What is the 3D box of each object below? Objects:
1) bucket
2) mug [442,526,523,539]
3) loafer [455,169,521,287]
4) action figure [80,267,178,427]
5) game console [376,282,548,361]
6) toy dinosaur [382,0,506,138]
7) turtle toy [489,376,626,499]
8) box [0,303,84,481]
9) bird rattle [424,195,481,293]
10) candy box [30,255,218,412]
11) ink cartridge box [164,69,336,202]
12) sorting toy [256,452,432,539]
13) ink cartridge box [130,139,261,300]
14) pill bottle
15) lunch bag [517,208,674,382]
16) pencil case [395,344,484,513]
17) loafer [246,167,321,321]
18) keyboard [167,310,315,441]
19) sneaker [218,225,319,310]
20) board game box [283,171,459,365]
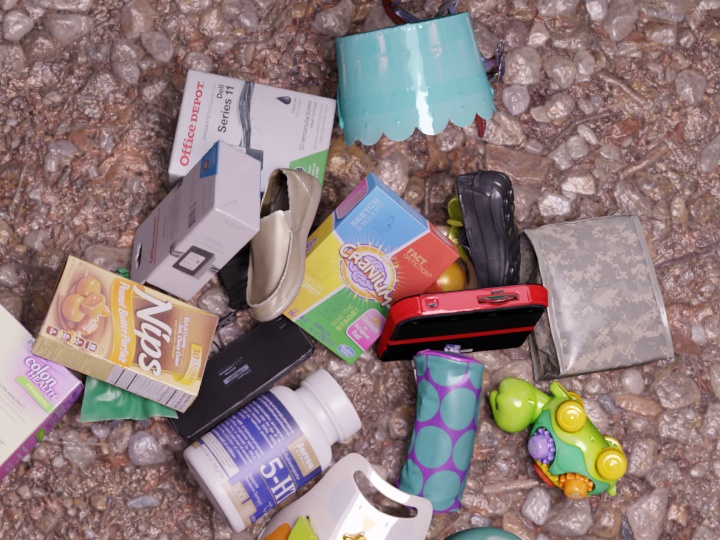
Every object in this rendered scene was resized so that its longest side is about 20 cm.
[{"bbox_3d":[0.064,-0.243,1.756,0.204,0.207,0.137,-13,100,-11],"label":"bucket"},{"bbox_3d":[0.159,0.404,1.685,0.150,0.114,0.187,-22,81,-13],"label":"mug"},{"bbox_3d":[0.156,-0.036,1.713,0.069,0.203,0.068,9,40,25],"label":"loafer"},{"bbox_3d":[-0.289,0.091,1.713,0.116,0.055,0.203,2,67,-17],"label":"action figure"},{"bbox_3d":[0.125,0.066,1.724,0.197,0.177,0.031,-5,70,-9],"label":"game console"},{"bbox_3d":[0.103,-0.303,1.852,0.179,0.105,0.203,15,86,14],"label":"toy dinosaur"},{"bbox_3d":[0.248,0.208,1.741,0.101,0.146,0.200,-41,85,6],"label":"turtle toy"},{"bbox_3d":[-0.461,0.151,1.656,0.176,0.097,0.200,42,76,2],"label":"box"},{"bbox_3d":[0.092,-0.007,1.779,0.197,0.113,0.165,-17,97,-9],"label":"bird rattle"},{"bbox_3d":[-0.279,0.076,1.659,0.198,0.055,0.117,23,54,-14],"label":"candy box"},{"bbox_3d":[-0.141,-0.160,1.781,0.197,0.083,0.149,10,76,-6],"label":"ink cartridge box"},{"bbox_3d":[-0.007,0.324,1.665,0.199,0.107,0.181,32,88,-1],"label":"sorting toy"},{"bbox_3d":[-0.203,-0.049,1.700,0.066,0.200,0.117,25,43,-28],"label":"ink cartridge box"},{"bbox_3d":[-0.103,0.212,1.685,0.199,0.120,0.120,-35,84,-14],"label":"pill bottle"},{"bbox_3d":[0.293,0.030,1.787,0.162,0.118,0.203,-8,83,-13],"label":"lunch bag"},{"bbox_3d":[0.095,0.195,1.707,0.091,0.085,0.203,11,98,20],"label":"pencil case"},{"bbox_3d":[-0.104,-0.036,1.668,0.068,0.075,0.203,33,57,-37],"label":"loafer"},{"bbox_3d":[-0.164,0.113,1.725,0.199,0.021,0.128,-34,63,-6],"label":"keyboard"},{"bbox_3d":[-0.093,-0.030,1.766,0.198,0.076,0.092,-27,79,-14],"label":"sneaker"},{"bbox_3d":[0.000,0.000,1.710,0.152,0.040,0.200,37,106,-27],"label":"board game box"}]
